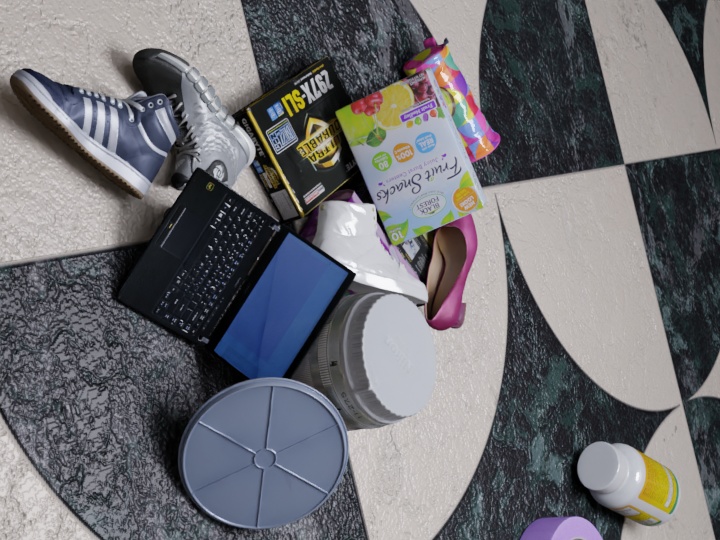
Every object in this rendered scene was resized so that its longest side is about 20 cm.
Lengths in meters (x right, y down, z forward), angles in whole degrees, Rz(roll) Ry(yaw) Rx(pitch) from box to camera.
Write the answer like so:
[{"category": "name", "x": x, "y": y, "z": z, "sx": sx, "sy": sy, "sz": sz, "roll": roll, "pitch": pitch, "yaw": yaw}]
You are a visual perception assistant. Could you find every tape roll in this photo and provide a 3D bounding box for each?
[{"category": "tape roll", "x": 0.326, "y": 0.498, "z": 1.668, "sx": 0.199, "sy": 0.065, "sz": 0.203, "roll": 16, "pitch": 68, "yaw": -44}]

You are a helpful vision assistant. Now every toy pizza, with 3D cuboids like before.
[{"category": "toy pizza", "x": -0.112, "y": 0.210, "z": 1.208, "sx": 0.201, "sy": 0.199, "sz": 0.032, "roll": 51, "pitch": 6, "yaw": -25}]

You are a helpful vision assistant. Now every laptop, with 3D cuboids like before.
[{"category": "laptop", "x": -0.142, "y": 0.016, "z": 1.192, "sx": 0.199, "sy": 0.103, "sz": 0.178, "roll": 34, "pitch": 89, "yaw": -32}]

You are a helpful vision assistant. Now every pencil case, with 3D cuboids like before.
[{"category": "pencil case", "x": 0.147, "y": -0.269, "z": 1.673, "sx": 0.201, "sy": 0.088, "sz": 0.089, "roll": 59, "pitch": 44, "yaw": -20}]

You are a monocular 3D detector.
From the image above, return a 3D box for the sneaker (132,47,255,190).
[{"category": "sneaker", "x": -0.212, "y": -0.164, "z": 1.255, "sx": 0.200, "sy": 0.074, "sz": 0.117, "roll": 45, "pitch": 52, "yaw": -31}]

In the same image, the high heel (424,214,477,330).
[{"category": "high heel", "x": 0.124, "y": -0.015, "z": 1.498, "sx": 0.096, "sy": 0.067, "sz": 0.203, "roll": 12, "pitch": 74, "yaw": -63}]

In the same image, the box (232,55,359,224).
[{"category": "box", "x": -0.074, "y": -0.182, "z": 1.430, "sx": 0.200, "sy": 0.049, "sz": 0.161, "roll": -43, "pitch": 109, "yaw": -45}]

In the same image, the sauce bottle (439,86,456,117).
[{"category": "sauce bottle", "x": 0.078, "y": -0.231, "z": 1.542, "sx": 0.200, "sy": 0.064, "sz": 0.066, "roll": -30, "pitch": 102, "yaw": -59}]

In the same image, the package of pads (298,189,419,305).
[{"category": "package of pads", "x": 0.000, "y": 0.000, "z": 1.440, "sx": 0.201, "sy": 0.075, "sz": 0.121, "roll": 53, "pitch": 44, "yaw": -24}]

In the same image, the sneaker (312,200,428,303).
[{"category": "sneaker", "x": 0.020, "y": -0.028, "z": 1.358, "sx": 0.199, "sy": 0.073, "sz": 0.117, "roll": 21, "pitch": 70, "yaw": -41}]

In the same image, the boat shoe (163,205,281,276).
[{"category": "boat shoe", "x": -0.151, "y": -0.041, "z": 1.275, "sx": 0.198, "sy": 0.073, "sz": 0.075, "roll": 25, "pitch": 96, "yaw": -34}]

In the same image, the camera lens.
[{"category": "camera lens", "x": -0.027, "y": 0.116, "z": 1.280, "sx": 0.159, "sy": 0.198, "sz": 0.162, "roll": 19, "pitch": 65, "yaw": -47}]

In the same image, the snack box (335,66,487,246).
[{"category": "snack box", "x": 0.070, "y": -0.155, "z": 1.428, "sx": 0.202, "sy": 0.141, "sz": 0.053, "roll": 66, "pitch": 17, "yaw": -6}]

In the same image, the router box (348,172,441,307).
[{"category": "router box", "x": 0.066, "y": -0.071, "z": 1.548, "sx": 0.201, "sy": 0.052, "sz": 0.158, "roll": 55, "pitch": 46, "yaw": -22}]

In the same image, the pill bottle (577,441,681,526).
[{"category": "pill bottle", "x": 0.465, "y": 0.368, "z": 1.823, "sx": 0.199, "sy": 0.112, "sz": 0.114, "roll": 30, "pitch": 59, "yaw": -39}]

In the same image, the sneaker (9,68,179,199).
[{"category": "sneaker", "x": -0.285, "y": -0.180, "z": 1.155, "sx": 0.109, "sy": 0.070, "sz": 0.200, "roll": -55, "pitch": 130, "yaw": -12}]
